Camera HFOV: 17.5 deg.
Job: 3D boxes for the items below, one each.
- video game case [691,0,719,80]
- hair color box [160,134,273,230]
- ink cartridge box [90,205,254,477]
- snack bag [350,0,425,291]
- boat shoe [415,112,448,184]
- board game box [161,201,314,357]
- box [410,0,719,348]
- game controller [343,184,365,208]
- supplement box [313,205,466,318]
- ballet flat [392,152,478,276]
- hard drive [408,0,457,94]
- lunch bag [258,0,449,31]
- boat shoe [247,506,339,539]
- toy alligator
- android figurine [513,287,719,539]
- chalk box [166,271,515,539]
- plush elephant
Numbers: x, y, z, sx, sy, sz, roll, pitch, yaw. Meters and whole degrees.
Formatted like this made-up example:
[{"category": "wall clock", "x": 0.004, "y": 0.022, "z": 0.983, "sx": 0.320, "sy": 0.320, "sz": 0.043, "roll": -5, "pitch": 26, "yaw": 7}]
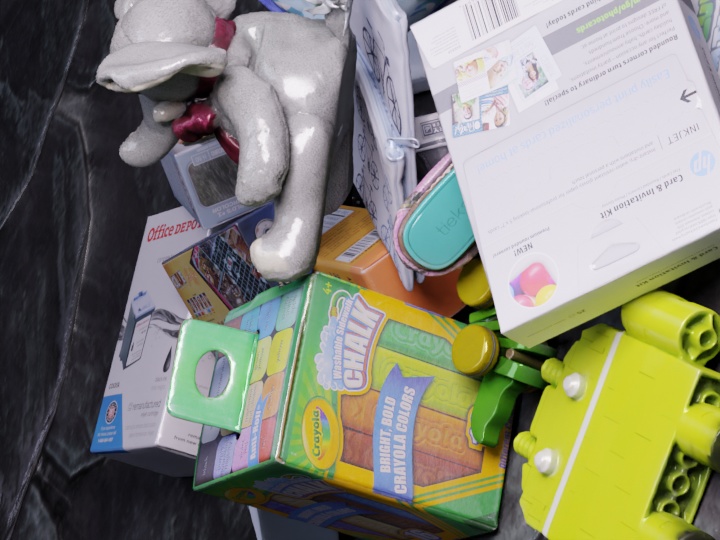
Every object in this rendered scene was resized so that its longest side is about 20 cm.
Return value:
[{"category": "video game case", "x": 0.182, "y": -0.124, "z": 1.365, "sx": 0.182, "sy": 0.024, "sz": 0.201, "roll": -14, "pitch": 61, "yaw": 62}, {"category": "hair color box", "x": -0.091, "y": -0.086, "z": 1.713, "sx": 0.200, "sy": 0.099, "sz": 0.061, "roll": -140, "pitch": 29, "yaw": -76}, {"category": "ink cartridge box", "x": -0.127, "y": 0.054, "z": 1.820, "sx": 0.146, "sy": 0.086, "sz": 0.201, "roll": -13, "pitch": 62, "yaw": 62}, {"category": "snack bag", "x": 0.004, "y": -0.118, "z": 1.458, "sx": 0.189, "sy": 0.021, "sz": 0.201, "roll": -113, "pitch": 15, "yaw": -52}, {"category": "boat shoe", "x": 0.048, "y": -0.069, "z": 1.538, "sx": 0.200, "sy": 0.071, "sz": 0.068, "roll": -168, "pitch": 65, "yaw": -83}, {"category": "board game box", "x": -0.069, "y": 0.032, "z": 1.637, "sx": 0.035, "sy": 0.136, "sz": 0.200, "roll": -31, "pitch": 4, "yaw": -20}, {"category": "box", "x": 0.124, "y": -0.080, "z": 1.290, "sx": 0.155, "sy": 0.041, "sz": 0.201, "roll": -27, "pitch": 62, "yaw": 22}, {"category": "game controller", "x": -0.021, "y": -0.122, "z": 1.723, "sx": 0.104, "sy": 0.042, "sz": 0.201, "roll": -12, "pitch": 76, "yaw": 63}, {"category": "supplement box", "x": 0.000, "y": 0.000, "z": 1.584, "sx": 0.069, "sy": 0.067, "sz": 0.200, "roll": -37, "pitch": 17, "yaw": -15}, {"category": "ballet flat", "x": 0.093, "y": -0.079, "z": 1.379, "sx": 0.200, "sy": 0.069, "sz": 0.071, "roll": -47, "pitch": 11, "yaw": 9}, {"category": "hard drive", "x": 0.024, "y": -0.190, "z": 1.744, "sx": 0.200, "sy": 0.027, "sz": 0.133, "roll": -8, "pitch": 66, "yaw": 63}, {"category": "lunch bag", "x": 0.040, "y": -0.247, "z": 1.585, "sx": 0.170, "sy": 0.127, "sz": 0.200, "roll": -37, "pitch": 12, "yaw": 45}, {"category": "boat shoe", "x": -0.059, "y": 0.109, "z": 1.570, "sx": 0.091, "sy": 0.070, "sz": 0.201, "roll": -118, "pitch": 20, "yaw": -61}, {"category": "toy alligator", "x": 0.097, "y": 0.006, "z": 1.402, "sx": 0.054, "sy": 0.059, "sz": 0.201, "roll": -9, "pitch": 68, "yaw": 42}, {"category": "android figurine", "x": 0.142, "y": 0.099, "z": 1.271, "sx": 0.200, "sy": 0.041, "sz": 0.183, "roll": 31, "pitch": 101, "yaw": 64}, {"category": "chalk box", "x": -0.020, "y": 0.083, "z": 1.428, "sx": 0.124, "sy": 0.199, "sz": 0.125, "roll": -23, "pitch": 53, "yaw": 58}, {"category": "plush elephant", "x": -0.086, "y": -0.108, "z": 1.404, "sx": 0.165, "sy": 0.154, "sz": 0.201, "roll": -69, "pitch": -14, "yaw": -61}]
